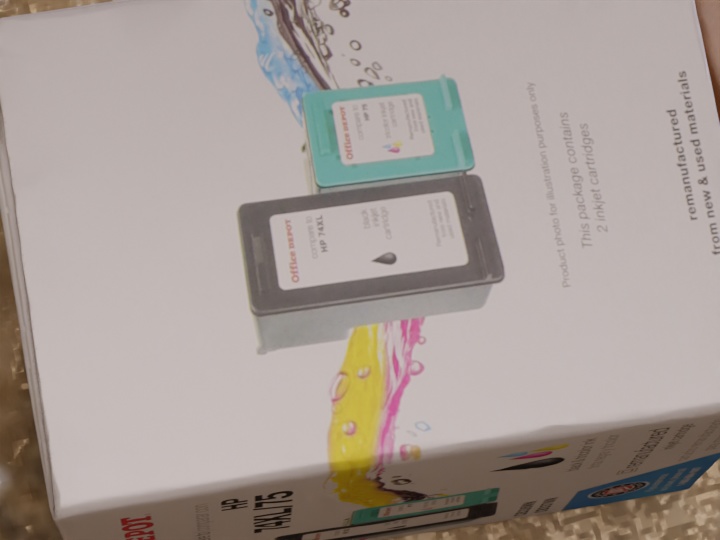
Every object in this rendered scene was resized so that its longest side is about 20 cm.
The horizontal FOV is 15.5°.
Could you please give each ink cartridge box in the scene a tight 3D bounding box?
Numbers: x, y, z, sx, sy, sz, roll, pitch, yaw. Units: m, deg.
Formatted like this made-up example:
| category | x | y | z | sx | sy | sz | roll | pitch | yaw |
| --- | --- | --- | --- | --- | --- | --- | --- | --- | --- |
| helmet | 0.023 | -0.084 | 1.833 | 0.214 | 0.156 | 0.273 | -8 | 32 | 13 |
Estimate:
| category | x | y | z | sx | sy | sz | roll | pitch | yaw |
| --- | --- | --- | --- | --- | --- | --- | --- | --- | --- |
| ink cartridge box | 0.000 | 0.000 | 0.788 | 0.200 | 0.147 | 0.146 | -9 | 76 | -4 |

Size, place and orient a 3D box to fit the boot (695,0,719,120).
| category | x | y | z | sx | sy | sz | roll | pitch | yaw |
| --- | --- | --- | --- | --- | --- | --- | --- | --- | --- |
| boot | 0.175 | -0.118 | 0.868 | 0.188 | 0.068 | 0.200 | -26 | 79 | -9 |
